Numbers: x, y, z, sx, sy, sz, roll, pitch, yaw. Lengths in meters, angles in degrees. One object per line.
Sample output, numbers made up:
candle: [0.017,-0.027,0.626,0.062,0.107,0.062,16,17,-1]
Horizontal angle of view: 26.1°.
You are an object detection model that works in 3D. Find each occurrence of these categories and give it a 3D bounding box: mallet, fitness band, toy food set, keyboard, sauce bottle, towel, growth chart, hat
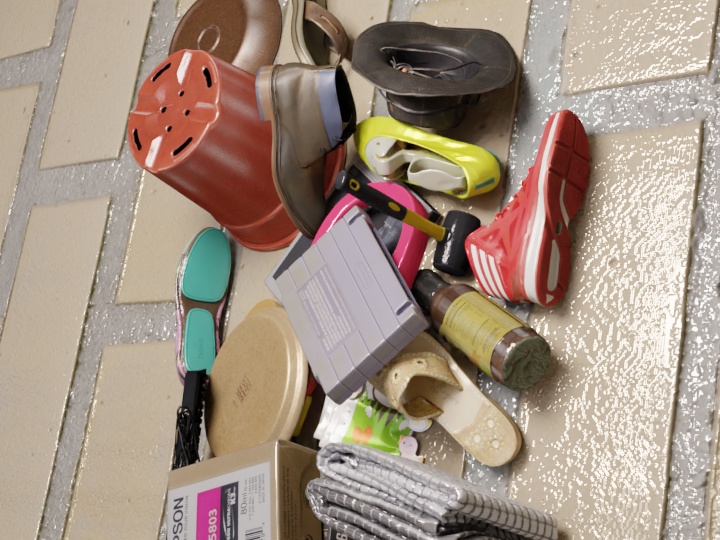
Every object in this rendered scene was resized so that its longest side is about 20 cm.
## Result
mallet: [0.046,-0.046,1.586,0.041,0.199,0.067,4,80,48]
fitness band: [0.000,0.000,1.667,0.143,0.037,0.202,7,70,44]
toy food set: [-0.113,0.138,1.734,0.199,0.048,0.200,26,97,55]
keyboard: [-0.184,0.213,1.735,0.039,0.104,0.203,6,90,8]
sauce bottle: [0.114,0.053,1.573,0.065,0.064,0.200,-58,36,5]
towel: [0.067,0.234,1.470,0.199,0.165,0.087,16,86,44]
growth chart: [0.015,0.133,1.645,0.143,0.018,0.203,4,74,30]
hat: [0.078,-0.200,1.686,0.200,0.199,0.082,36,135,44]

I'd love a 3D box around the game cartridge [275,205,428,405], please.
game cartridge: [-0.013,0.035,1.597,0.130,0.038,0.201,-45,37,14]

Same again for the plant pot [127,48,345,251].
plant pot: [-0.153,-0.150,1.806,0.199,0.194,0.203,-18,60,35]

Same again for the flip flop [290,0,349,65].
flip flop: [-0.043,-0.288,1.861,0.057,0.081,0.202,-18,54,18]

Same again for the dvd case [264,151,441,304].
dvd case: [-0.012,-0.022,1.746,0.201,0.025,0.150,-53,47,9]

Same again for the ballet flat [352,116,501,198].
ballet flat: [0.058,-0.118,1.672,0.198,0.068,0.067,18,40,33]

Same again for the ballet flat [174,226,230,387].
ballet flat: [-0.197,0.048,1.857,0.071,0.068,0.203,142,134,-57]

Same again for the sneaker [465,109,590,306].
sneaker: [0.160,-0.066,1.579,0.114,0.078,0.203,2,72,40]

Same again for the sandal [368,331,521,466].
sandal: [0.066,0.116,1.532,0.211,0.070,0.078,38,98,20]

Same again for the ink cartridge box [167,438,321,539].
ink cartridge box: [-0.121,0.292,1.600,0.163,0.075,0.203,-20,61,33]

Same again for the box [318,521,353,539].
box: [-0.093,0.309,1.655,0.198,0.050,0.160,-11,65,38]

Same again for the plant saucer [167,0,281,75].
plant saucer: [-0.187,-0.291,2.007,0.199,0.036,0.203,-19,60,35]

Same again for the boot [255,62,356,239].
boot: [-0.046,-0.133,1.711,0.096,0.075,0.202,-7,109,27]
